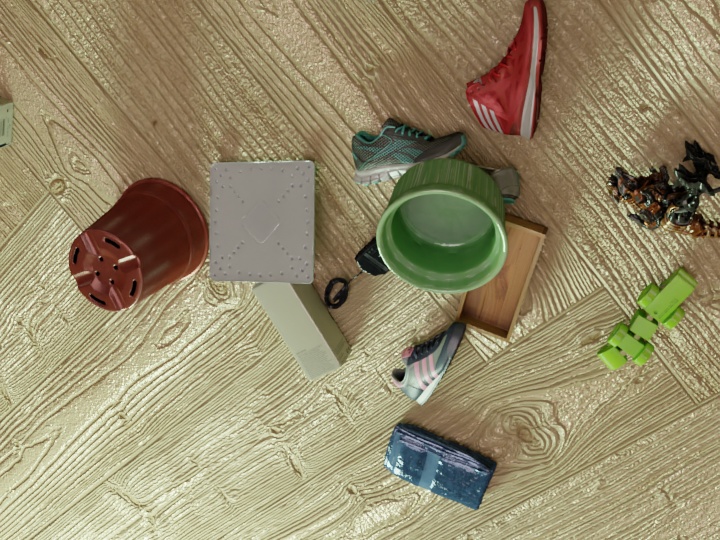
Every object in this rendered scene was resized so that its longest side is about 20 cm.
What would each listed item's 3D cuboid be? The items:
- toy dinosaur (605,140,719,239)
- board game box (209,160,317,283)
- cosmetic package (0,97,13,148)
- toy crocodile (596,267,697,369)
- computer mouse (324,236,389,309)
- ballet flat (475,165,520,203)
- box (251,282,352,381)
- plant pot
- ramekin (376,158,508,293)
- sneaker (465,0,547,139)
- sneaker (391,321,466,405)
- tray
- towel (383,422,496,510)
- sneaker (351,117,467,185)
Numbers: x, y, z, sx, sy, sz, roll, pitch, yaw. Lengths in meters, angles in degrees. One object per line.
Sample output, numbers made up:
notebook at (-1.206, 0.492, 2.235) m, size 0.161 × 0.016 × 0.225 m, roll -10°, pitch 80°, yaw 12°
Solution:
toy dinosaur at (0.462, -0.105, 1.300) m, size 0.196 × 0.103 × 0.137 m, roll 15°, pitch 134°, yaw -6°
board game box at (-0.165, -0.082, 1.526) m, size 0.196 × 0.026 × 0.205 m, roll 1°, pitch 91°, yaw 20°
cosmetic package at (-0.754, -0.292, 1.650) m, size 0.197 × 0.103 × 0.089 m, roll 22°, pitch 118°, yaw 11°
toy crocodile at (0.445, 0.079, 1.395) m, size 0.067 × 0.062 × 0.202 m, roll 34°, pitch 115°, yaw 3°
computer mouse at (0.000, 0.000, 1.542) m, size 0.058 × 0.034 × 0.200 m, roll 36°, pitch 127°, yaw -17°
ballet flat at (0.155, -0.130, 1.413) m, size 0.196 × 0.067 × 0.065 m, roll -5°, pitch 84°, yaw 22°
box at (-0.103, 0.089, 1.593) m, size 0.081 × 0.068 × 0.202 m, roll -24°, pitch 102°, yaw 27°
plant pot at (-0.398, -0.035, 1.576) m, size 0.197 × 0.195 × 0.205 m, roll 8°, pitch 115°, yaw 17°
ramekin at (0.127, -0.071, 1.352) m, size 0.196 × 0.099 × 0.202 m, roll 7°, pitch 134°, yaw 8°
sneaker at (0.208, -0.293, 1.303) m, size 0.113 × 0.078 × 0.204 m, roll 8°, pitch 114°, yaw 15°
sneaker at (0.112, 0.149, 1.524) m, size 0.081 × 0.070 × 0.202 m, roll 31°, pitch 130°, yaw 5°
tray at (0.226, 0.009, 1.454) m, size 0.097 × 0.037 × 0.203 m, roll 20°, pitch 119°, yaw 11°
towel at (0.141, 0.359, 1.634) m, size 0.197 × 0.049 × 0.113 m, roll 21°, pitch 119°, yaw 11°
sneaker at (0.068, -0.197, 1.402) m, size 0.196 × 0.078 × 0.093 m, roll -12°, pitch 105°, yaw 23°
